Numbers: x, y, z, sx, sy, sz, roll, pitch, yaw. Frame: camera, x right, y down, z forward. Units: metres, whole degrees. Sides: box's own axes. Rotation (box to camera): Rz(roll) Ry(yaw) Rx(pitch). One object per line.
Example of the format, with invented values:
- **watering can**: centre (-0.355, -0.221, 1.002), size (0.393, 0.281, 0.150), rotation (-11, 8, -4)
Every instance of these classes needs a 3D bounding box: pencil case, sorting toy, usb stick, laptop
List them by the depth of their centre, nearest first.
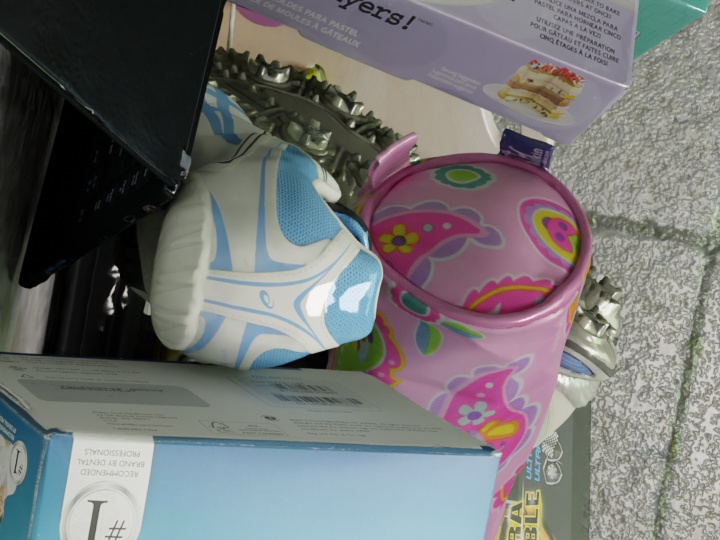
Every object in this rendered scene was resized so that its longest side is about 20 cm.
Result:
- **laptop**: centre (-0.087, -0.112, 0.664), size (0.200, 0.103, 0.179), rotation (-25, -131, 59)
- **pencil case**: centre (0.022, 0.046, 0.789), size (0.201, 0.087, 0.088), rotation (102, 0, -46)
- **usb stick**: centre (-0.092, -0.008, 0.838), size (0.055, 0.032, 0.202), rotation (-84, -176, -82)
- **sorting toy**: centre (0.000, -0.089, 0.946), size (0.201, 0.178, 0.108), rotation (100, 2, -56)

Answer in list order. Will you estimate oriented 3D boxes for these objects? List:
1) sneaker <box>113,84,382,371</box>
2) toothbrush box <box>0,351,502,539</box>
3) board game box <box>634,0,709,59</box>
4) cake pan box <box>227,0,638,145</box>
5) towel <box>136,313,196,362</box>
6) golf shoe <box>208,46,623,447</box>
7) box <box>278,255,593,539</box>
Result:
- **sneaker**: centre (-0.038, -0.014, 0.726), size (0.200, 0.072, 0.073), rotation (-120, -134, -71)
- **toothbrush box**: centre (-0.056, 0.133, 0.661), size (0.085, 0.145, 0.202), rotation (25, -71, 58)
- **board game box**: centre (0.117, -0.186, 0.981), size (0.152, 0.045, 0.202), rotation (151, -45, -68)
- **cake pan box**: centre (0.017, -0.167, 0.856), size (0.052, 0.199, 0.186), rotation (-44, -151, 53)
- **towel**: centre (-0.089, 0.089, 0.883), size (0.200, 0.023, 0.145), rotation (-162, -100, -75)
- **golf shoe**: centre (0.000, 0.000, 0.858), size (0.097, 0.199, 0.078), rotation (-54, 176, 25)
- **box**: centre (0.014, 0.063, 0.935), size (0.049, 0.197, 0.202), rotation (-16, -117, 46)
